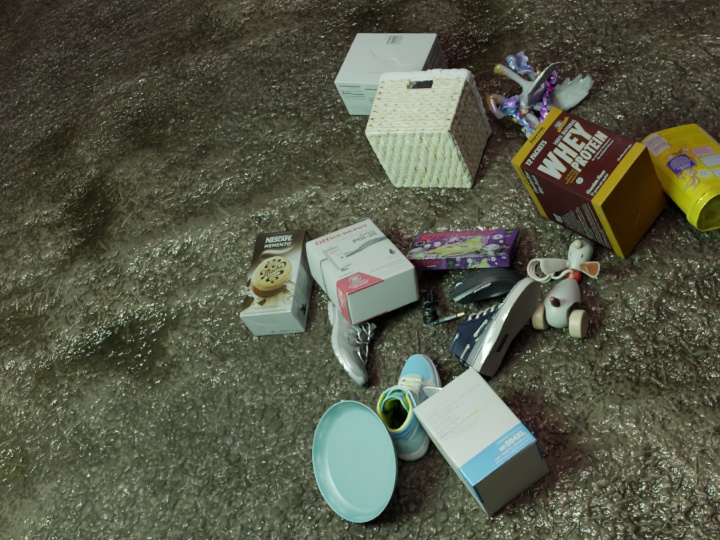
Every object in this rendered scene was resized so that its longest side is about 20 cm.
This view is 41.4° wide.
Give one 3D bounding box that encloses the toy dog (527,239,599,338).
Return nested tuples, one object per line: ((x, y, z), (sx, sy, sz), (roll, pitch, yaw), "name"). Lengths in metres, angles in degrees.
((0.358, 0.021, 1.680), (0.132, 0.096, 0.200), (-11, 52, 15), "toy dog")

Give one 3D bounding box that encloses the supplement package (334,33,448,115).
((0.072, -0.437, 2.130), (0.200, 0.111, 0.156), (8, 59, 27), "supplement package")

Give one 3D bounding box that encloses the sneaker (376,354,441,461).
((0.083, 0.210, 1.633), (0.079, 0.131, 0.200), (-7, 53, 20), "sneaker")

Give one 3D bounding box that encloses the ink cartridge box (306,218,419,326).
((0.000, 0.000, 1.814), (0.146, 0.083, 0.200), (-22, 38, -16), "ink cartridge box")

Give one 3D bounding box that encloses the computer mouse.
((0.197, 0.039, 1.730), (0.200, 0.046, 0.140), (-14, 21, 13), "computer mouse")

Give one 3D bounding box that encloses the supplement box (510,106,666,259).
((0.412, -0.158, 1.713), (0.200, 0.197, 0.133), (34, 82, 38), "supplement box")

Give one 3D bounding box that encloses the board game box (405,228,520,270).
((0.194, -0.040, 1.807), (0.200, 0.032, 0.120), (-3, 22, 21), "board game box")

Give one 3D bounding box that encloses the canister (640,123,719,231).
((0.607, -0.172, 1.709), (0.148, 0.087, 0.200), (-14, 45, -15), "canister")

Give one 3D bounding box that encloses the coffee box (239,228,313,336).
((-0.160, 0.023, 1.907), (0.113, 0.080, 0.200), (-7, 53, 19), "coffee box")

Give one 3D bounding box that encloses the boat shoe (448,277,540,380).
((0.228, 0.086, 1.669), (0.093, 0.075, 0.200), (36, 97, 41), "boat shoe")

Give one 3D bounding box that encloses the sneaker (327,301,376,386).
((-0.008, 0.122, 1.772), (0.082, 0.075, 0.200), (-21, 49, 9), "sneaker")

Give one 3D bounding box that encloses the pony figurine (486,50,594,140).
((0.355, -0.360, 1.949), (0.193, 0.166, 0.200), (-53, 50, 22), "pony figurine")

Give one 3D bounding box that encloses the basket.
((0.139, -0.286, 1.934), (0.198, 0.200, 0.161), (3, 59, 25), "basket")

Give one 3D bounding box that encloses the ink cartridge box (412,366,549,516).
((0.188, 0.267, 1.548), (0.125, 0.129, 0.200), (-35, 50, -5), "ink cartridge box")

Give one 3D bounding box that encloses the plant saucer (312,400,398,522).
((-0.005, 0.317, 1.595), (0.200, 0.027, 0.201), (-1, 89, 45), "plant saucer")
